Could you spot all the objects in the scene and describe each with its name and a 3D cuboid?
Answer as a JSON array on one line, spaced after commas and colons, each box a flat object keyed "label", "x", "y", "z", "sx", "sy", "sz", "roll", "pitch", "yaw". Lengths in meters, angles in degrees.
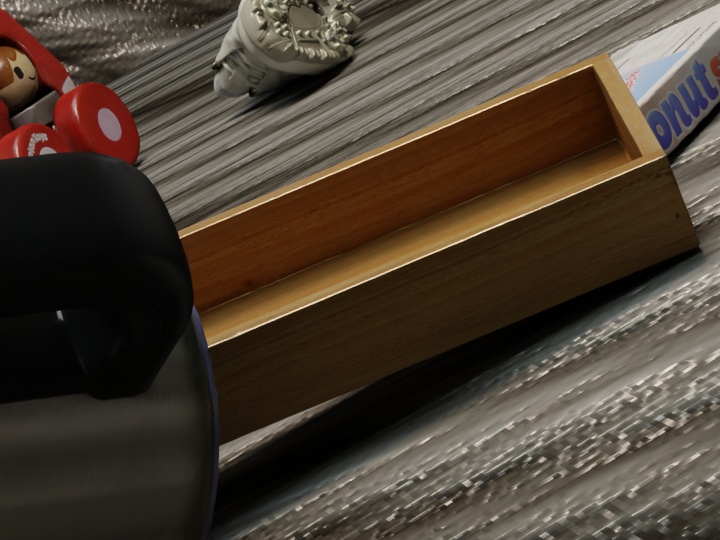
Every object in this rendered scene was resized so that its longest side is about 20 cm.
[{"label": "tray", "x": 0.000, "y": 0.000, "z": 0.947, "sx": 0.199, "sy": 0.037, "sz": 0.099, "roll": -22, "pitch": 23, "yaw": 2}, {"label": "milk frother", "x": -0.122, "y": 0.081, "z": 0.781, "sx": 0.187, "sy": 0.201, "sz": 0.180, "roll": -6, "pitch": -11, "yaw": -33}, {"label": "snack box", "x": 0.087, "y": -0.048, "z": 1.089, "sx": 0.072, "sy": 0.024, "sz": 0.200, "roll": -22, "pitch": 12, "yaw": 35}, {"label": "toy fire truck", "x": -0.251, "y": -0.107, "z": 2.012, "sx": 0.112, "sy": 0.169, "sz": 0.200, "roll": -24, "pitch": 11, "yaw": 30}, {"label": "golf shoe", "x": -0.057, "y": -0.140, "z": 1.951, "sx": 0.097, "sy": 0.078, "sz": 0.200, "roll": -46, "pitch": 0, "yaw": 12}]
